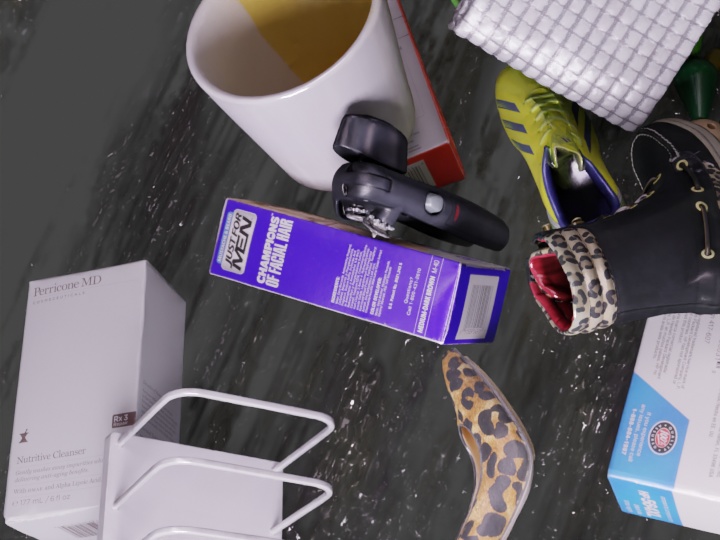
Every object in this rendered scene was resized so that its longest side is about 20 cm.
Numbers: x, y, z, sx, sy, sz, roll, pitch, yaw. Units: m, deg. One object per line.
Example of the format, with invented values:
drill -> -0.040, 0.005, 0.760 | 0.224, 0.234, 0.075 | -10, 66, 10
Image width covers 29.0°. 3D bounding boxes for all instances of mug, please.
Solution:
mug -> -0.017, -0.151, 1.034 | 0.187, 0.153, 0.149 | -46, 52, -10

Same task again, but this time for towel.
towel -> 0.178, -0.225, 1.007 | 0.165, 0.086, 0.201 | 29, 103, -6

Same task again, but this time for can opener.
can opener -> 0.049, -0.048, 1.009 | 0.063, 0.199, 0.079 | 20, 87, 42

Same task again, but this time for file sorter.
file sorter -> -0.094, 0.199, 0.934 | 0.124, 0.138, 0.202 | -41, 43, 51

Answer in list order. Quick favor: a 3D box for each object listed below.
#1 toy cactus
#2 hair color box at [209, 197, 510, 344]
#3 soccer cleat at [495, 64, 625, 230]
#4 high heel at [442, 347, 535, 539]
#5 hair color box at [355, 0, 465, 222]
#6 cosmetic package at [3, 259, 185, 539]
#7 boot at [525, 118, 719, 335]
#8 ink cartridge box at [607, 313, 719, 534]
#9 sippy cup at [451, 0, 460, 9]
toy cactus -> 0.282, -0.117, 1.036 | 0.165, 0.102, 0.200 | -45, 67, 4
hair color box -> 0.000, 0.000, 1.044 | 0.198, 0.109, 0.066 | 14, 94, 25
soccer cleat -> 0.153, -0.093, 1.061 | 0.064, 0.084, 0.202 | -23, 58, 6
high heel -> 0.059, 0.162, 0.965 | 0.141, 0.072, 0.201 | -25, 67, -3
hair color box -> 0.008, -0.150, 1.155 | 0.101, 0.061, 0.202 | -21, 60, 8
cosmetic package -> -0.202, 0.103, 1.082 | 0.112, 0.081, 0.202 | -12, 61, 15
boot -> 0.180, -0.033, 0.937 | 0.152, 0.074, 0.204 | -7, 38, -11
ink cartridge box -> 0.279, 0.103, 0.916 | 0.198, 0.084, 0.147 | 11, 66, 23
sippy cup -> 0.155, -0.267, 1.096 | 0.178, 0.131, 0.139 | -40, 26, -13
